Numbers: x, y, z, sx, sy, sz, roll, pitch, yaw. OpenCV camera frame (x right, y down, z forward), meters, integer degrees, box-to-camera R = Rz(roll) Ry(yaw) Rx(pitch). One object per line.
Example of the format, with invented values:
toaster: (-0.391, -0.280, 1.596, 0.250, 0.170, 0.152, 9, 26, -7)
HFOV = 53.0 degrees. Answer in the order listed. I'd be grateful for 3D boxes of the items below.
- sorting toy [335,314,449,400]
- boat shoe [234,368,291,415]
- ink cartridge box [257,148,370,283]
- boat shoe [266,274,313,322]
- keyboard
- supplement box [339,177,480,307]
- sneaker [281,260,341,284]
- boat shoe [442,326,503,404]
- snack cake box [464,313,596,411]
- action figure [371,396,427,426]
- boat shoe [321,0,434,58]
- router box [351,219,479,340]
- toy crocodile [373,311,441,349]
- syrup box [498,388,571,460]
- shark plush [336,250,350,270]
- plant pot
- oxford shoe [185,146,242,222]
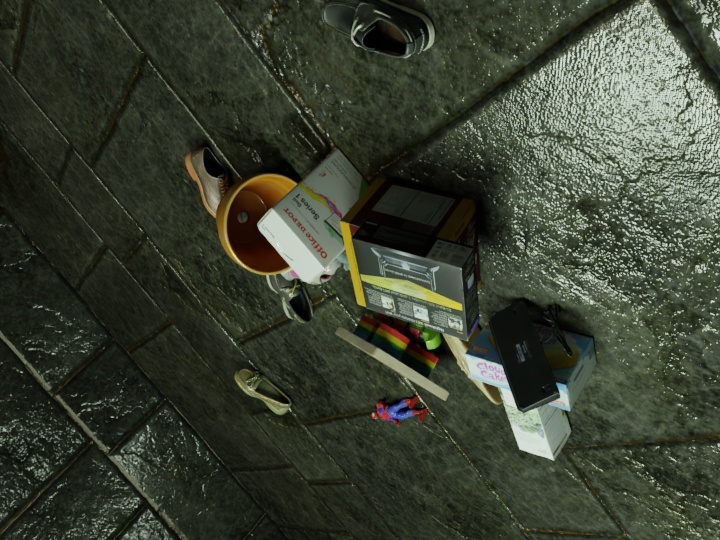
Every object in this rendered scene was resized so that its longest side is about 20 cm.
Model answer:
sorting toy: (0.074, 0.166, 1.486, 0.198, 0.071, 0.198, 34, 174, -25)
boat shoe: (-0.297, 0.362, 2.215, 0.199, 0.073, 0.063, 40, 140, 5)
ink cartridge box: (-0.069, -0.101, 1.329, 0.145, 0.200, 0.084, 47, 148, -6)
boat shoe: (-0.163, 0.046, 1.719, 0.060, 0.072, 0.203, 21, 148, 36)
keyboard: (0.293, 0.131, 1.211, 0.125, 0.203, 0.021, -29, 135, 19)
supplement box: (0.093, -0.026, 1.273, 0.196, 0.133, 0.200, 17, 138, 29)
sneaker: (-0.109, -0.005, 1.590, 0.088, 0.082, 0.199, 47, 153, -11)
boat shoe: (0.225, 0.170, 1.418, 0.203, 0.071, 0.064, 60, 152, -7)
snack cake box: (0.298, 0.155, 1.269, 0.197, 0.115, 0.068, 13, 139, 39)
action figure: (0.084, 0.351, 1.791, 0.066, 0.052, 0.199, 48, 150, -11)
boat shoe: (0.013, -0.365, 1.075, 0.197, 0.068, 0.073, 27, 145, 29)
router box: (0.090, 0.015, 1.158, 0.196, 0.052, 0.160, 17, 139, 28)
toy crocodile: (0.086, 0.101, 1.500, 0.197, 0.062, 0.068, 28, 144, 26)
syrup box: (0.329, 0.254, 1.372, 0.078, 0.081, 0.203, 9, 133, 45)
shark plush: (0.000, 0.000, 1.458, 0.083, 0.090, 0.202, 43, 153, 23)
plant pot: (-0.221, -0.105, 1.527, 0.182, 0.199, 0.203, 17, 141, 60)
oxford shoe: (-0.325, -0.188, 1.650, 0.072, 0.071, 0.202, -11, 117, 47)
